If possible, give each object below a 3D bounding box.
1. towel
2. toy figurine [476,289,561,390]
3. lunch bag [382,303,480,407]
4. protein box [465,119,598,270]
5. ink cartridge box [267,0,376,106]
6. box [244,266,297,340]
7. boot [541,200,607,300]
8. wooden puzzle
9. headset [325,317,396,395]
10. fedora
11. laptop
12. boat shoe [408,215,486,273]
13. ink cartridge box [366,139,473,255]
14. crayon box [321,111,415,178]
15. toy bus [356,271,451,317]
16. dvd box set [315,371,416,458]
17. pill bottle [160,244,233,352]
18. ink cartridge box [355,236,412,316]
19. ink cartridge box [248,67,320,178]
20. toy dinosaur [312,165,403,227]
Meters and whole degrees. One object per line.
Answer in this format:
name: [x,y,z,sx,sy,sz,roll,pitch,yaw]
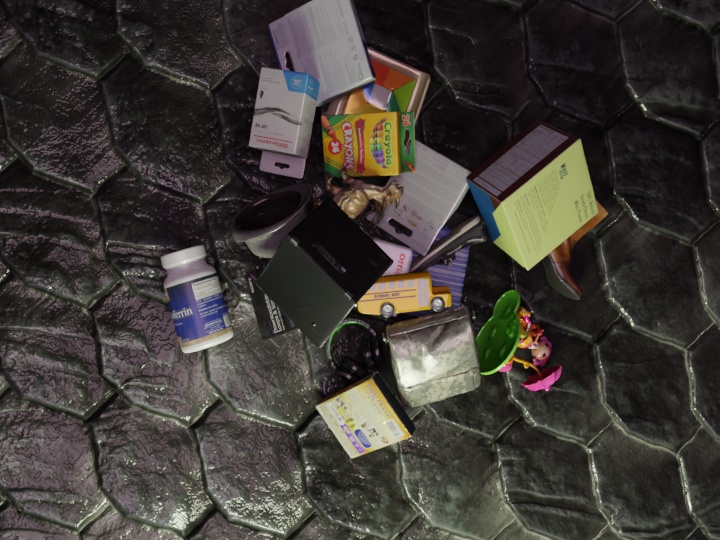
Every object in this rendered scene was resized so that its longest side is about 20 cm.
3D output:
towel: [0.166,0.004,1.280,0.140,0.024,0.208,9,93,-9]
toy figurine: [0.368,0.178,1.268,0.181,0.149,0.205,32,65,-18]
lunch bag: [0.152,0.166,1.194,0.193,0.142,0.171,-13,130,2]
protein box: [0.359,-0.158,1.189,0.198,0.135,0.200,-37,128,-2]
ink cartridge box: [-0.083,-0.466,1.214,0.194,0.040,0.206,-16,92,20]
box: [-0.141,0.049,1.187,0.195,0.036,0.148,-21,84,25]
boot: [0.485,-0.063,1.292,0.200,0.069,0.189,-43,87,-8]
wooden puzzle: [0.038,-0.375,1.244,0.194,0.037,0.191,20,91,-5]
headset: [0.004,0.199,1.238,0.122,0.094,0.202,-37,85,-1]
fedora: [-0.173,-0.093,1.192,0.194,0.179,0.092,-18,123,11]
laptop: [-0.072,0.003,1.131,0.187,0.116,0.200,43,61,4]
boat shoe: [0.192,-0.039,1.233,0.197,0.073,0.064,-36,99,-10]
ink cartridge box: [0.129,-0.158,1.231,0.160,0.057,0.204,32,95,17]
crayon box: [0.018,-0.266,1.203,0.193,0.051,0.132,-1,104,13]
toy bus: [0.086,0.048,1.169,0.192,0.065,0.081,-6,92,-4]
dvd box set: [0.007,0.312,1.215,0.198,0.029,0.148,-34,93,40]
pill bottle: [-0.346,0.057,1.195,0.112,0.116,0.207,-16,93,-3]
ink cartridge box: [0.000,0.000,1.233,0.193,0.086,0.152,14,92,-6]
ink cartridge box: [-0.163,-0.307,1.196,0.112,0.066,0.208,12,95,17]
toy dinosaur: [-0.016,-0.140,1.205,0.135,0.196,0.088,42,46,-36]
